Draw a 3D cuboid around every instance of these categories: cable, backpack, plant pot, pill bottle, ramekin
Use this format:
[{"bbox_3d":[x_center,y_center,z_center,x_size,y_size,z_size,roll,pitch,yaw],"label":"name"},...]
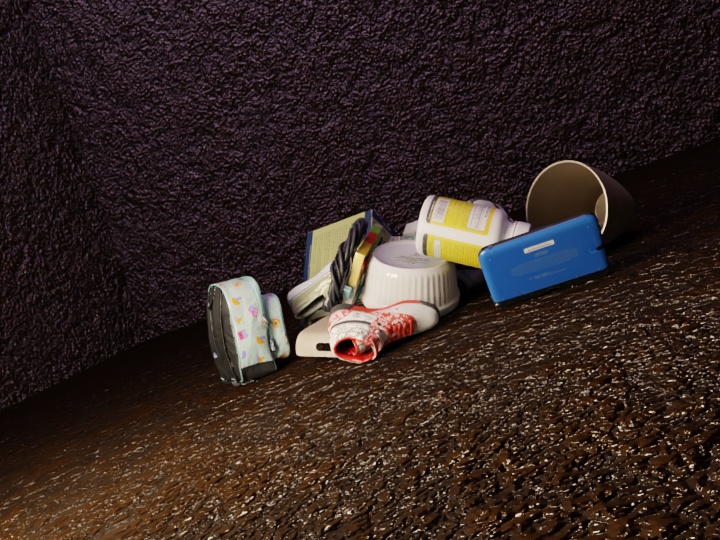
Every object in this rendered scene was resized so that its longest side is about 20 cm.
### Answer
[{"bbox_3d":[-0.034,-0.017,1.285,0.050,0.205,0.163,19,-12,6],"label":"cable"},{"bbox_3d":[-0.237,0.113,1.335,0.150,0.205,0.175,-20,4,-25],"label":"backpack"},{"bbox_3d":[0.471,-0.123,1.329,0.196,0.193,0.185,-4,-6,-39],"label":"plant pot"},{"bbox_3d":[0.207,-0.064,1.194,0.195,0.115,0.111,14,16,18],"label":"pill bottle"},{"bbox_3d":[0.256,-0.030,1.492,0.102,0.107,0.200,-18,5,16],"label":"pill bottle"},{"bbox_3d":[0.099,0.011,1.276,0.196,0.097,0.203,0,22,0],"label":"ramekin"}]

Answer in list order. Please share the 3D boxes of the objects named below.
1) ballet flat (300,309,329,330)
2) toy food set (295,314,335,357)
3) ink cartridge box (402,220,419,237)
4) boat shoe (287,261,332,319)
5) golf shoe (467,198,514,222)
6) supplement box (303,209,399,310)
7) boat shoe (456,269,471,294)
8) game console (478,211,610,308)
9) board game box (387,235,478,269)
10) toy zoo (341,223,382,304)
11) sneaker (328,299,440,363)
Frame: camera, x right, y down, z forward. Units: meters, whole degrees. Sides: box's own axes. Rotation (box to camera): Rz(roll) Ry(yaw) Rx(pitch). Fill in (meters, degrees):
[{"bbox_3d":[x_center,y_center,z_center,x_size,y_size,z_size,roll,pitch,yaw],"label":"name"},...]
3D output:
[{"bbox_3d":[-0.087,0.122,1.447,0.198,0.068,0.064,-26,22,47],"label":"ballet flat"},{"bbox_3d":[-0.014,0.122,1.258,0.140,0.062,0.199,-3,14,32],"label":"toy food set"},{"bbox_3d":[0.184,-0.077,1.340,0.198,0.094,0.038,-12,47,52],"label":"ink cartridge box"},{"bbox_3d":[-0.072,0.038,1.434,0.197,0.063,0.072,-33,-31,15],"label":"boat shoe"},{"bbox_3d":[0.298,-0.079,1.355,0.079,0.197,0.095,-56,17,14],"label":"golf shoe"},{"bbox_3d":[-0.020,-0.003,1.559,0.196,0.205,0.134,-17,-34,30],"label":"supplement box"},{"bbox_3d":[0.138,0.048,1.400,0.195,0.072,0.092,1,47,27],"label":"boat shoe"},{"bbox_3d":[0.309,-0.022,1.111,0.195,0.173,0.120,-19,30,15],"label":"game console"},{"bbox_3d":[0.160,-0.037,1.370,0.196,0.105,0.024,0,55,36],"label":"board game box"},{"bbox_3d":[0.000,0.000,1.309,0.020,0.134,0.201,18,25,6],"label":"toy zoo"},{"bbox_3d":[0.042,0.108,1.106,0.195,0.069,0.109,0,33,-1],"label":"sneaker"}]
